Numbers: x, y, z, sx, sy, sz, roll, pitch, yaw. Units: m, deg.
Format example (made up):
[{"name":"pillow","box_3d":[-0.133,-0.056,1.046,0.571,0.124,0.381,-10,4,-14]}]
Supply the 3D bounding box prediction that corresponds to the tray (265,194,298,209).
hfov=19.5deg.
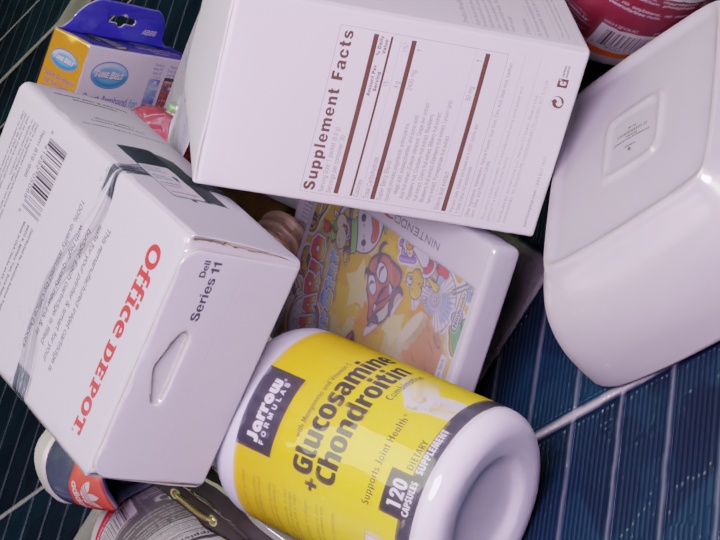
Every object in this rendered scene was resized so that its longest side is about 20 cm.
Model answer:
[{"name":"tray","box_3d":[-0.054,-0.114,1.375,0.200,0.107,0.022,120,174,-58]}]

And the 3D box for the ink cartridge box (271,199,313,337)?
[{"name":"ink cartridge box","box_3d":[0.000,0.000,1.325,0.119,0.042,0.202,29,111,46]}]

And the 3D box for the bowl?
[{"name":"bowl","box_3d":[0.172,-0.055,1.126,0.199,0.074,0.201,-32,35,44]}]

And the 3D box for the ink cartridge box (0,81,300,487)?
[{"name":"ink cartridge box","box_3d":[-0.138,0.007,1.155,0.200,0.083,0.148,41,112,44]}]

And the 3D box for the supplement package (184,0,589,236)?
[{"name":"supplement package","box_3d":[0.009,-0.112,1.175,0.122,0.198,0.121,-102,24,-58]}]

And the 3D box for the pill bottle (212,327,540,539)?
[{"name":"pill bottle","box_3d":[-0.009,0.098,1.150,0.199,0.112,0.113,21,78,33]}]

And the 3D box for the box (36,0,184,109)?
[{"name":"box","box_3d":[-0.179,-0.081,1.413,0.041,0.119,0.202,30,106,31]}]

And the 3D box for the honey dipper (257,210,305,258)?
[{"name":"honey dipper","box_3d":[-0.099,0.031,1.272,0.038,0.038,0.200,-30,13,48]}]

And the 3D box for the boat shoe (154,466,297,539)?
[{"name":"boat shoe","box_3d":[-0.072,0.127,1.250,0.071,0.201,0.061,-29,-31,-44]}]

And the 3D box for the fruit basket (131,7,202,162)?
[{"name":"fruit basket","box_3d":[-0.129,-0.041,1.318,0.201,0.093,0.186,-60,16,28]}]

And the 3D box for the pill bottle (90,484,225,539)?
[{"name":"pill bottle","box_3d":[-0.098,0.206,1.303,0.111,0.110,0.200,-57,23,2]}]

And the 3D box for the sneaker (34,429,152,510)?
[{"name":"sneaker","box_3d":[-0.114,0.086,1.356,0.200,0.075,0.084,-44,33,-22]}]

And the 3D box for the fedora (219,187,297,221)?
[{"name":"fedora","box_3d":[-0.058,-0.058,1.515,0.201,0.200,0.082,-52,57,15]}]

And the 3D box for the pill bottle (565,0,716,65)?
[{"name":"pill bottle","box_3d":[0.177,-0.206,1.186,0.115,0.113,0.200,-69,9,-24]}]

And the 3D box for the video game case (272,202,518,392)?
[{"name":"video game case","box_3d":[0.007,0.046,1.257,0.182,0.023,0.202,36,114,50]}]
